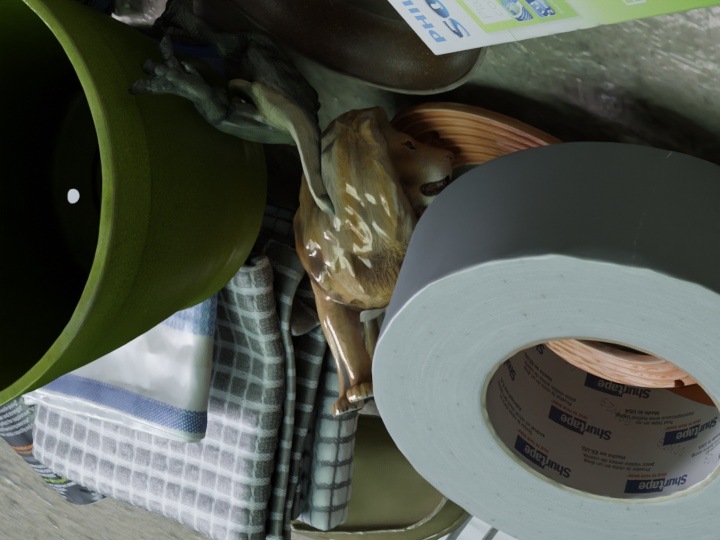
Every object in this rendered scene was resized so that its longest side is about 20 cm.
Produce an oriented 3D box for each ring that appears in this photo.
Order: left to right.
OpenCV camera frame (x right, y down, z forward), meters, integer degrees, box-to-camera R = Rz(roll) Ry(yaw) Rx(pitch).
[{"bbox_3d":[0.094,-0.008,1.204,0.200,0.019,0.200,32,158,15],"label":"ring"}]

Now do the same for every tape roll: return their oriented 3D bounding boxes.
[{"bbox_3d":[0.108,0.039,1.111,0.200,0.066,0.200,12,141,10],"label":"tape roll"}]

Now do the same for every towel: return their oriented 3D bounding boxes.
[{"bbox_3d":[-0.122,-0.019,1.340,0.024,0.200,0.147,-4,-169,-43],"label":"towel"},{"bbox_3d":[-0.089,0.044,1.385,0.086,0.166,0.200,-3,-166,-44],"label":"towel"}]

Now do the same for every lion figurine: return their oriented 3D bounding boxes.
[{"bbox_3d":[0.000,0.000,1.244,0.200,0.072,0.123,138,116,-75],"label":"lion figurine"}]

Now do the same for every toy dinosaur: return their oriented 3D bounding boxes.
[{"bbox_3d":[-0.050,-0.076,1.131,0.088,0.047,0.200,33,-171,-12],"label":"toy dinosaur"}]

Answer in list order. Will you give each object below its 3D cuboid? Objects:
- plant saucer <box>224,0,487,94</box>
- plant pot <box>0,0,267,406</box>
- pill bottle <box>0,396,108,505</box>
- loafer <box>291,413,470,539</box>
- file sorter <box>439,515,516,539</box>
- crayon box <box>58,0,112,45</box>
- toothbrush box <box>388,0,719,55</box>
[{"bbox_3d":[-0.023,-0.153,1.083,0.200,0.032,0.200,32,158,14],"label":"plant saucer"},{"bbox_3d":[-0.142,-0.040,1.208,0.200,0.201,0.193,28,-164,25],"label":"plant pot"},{"bbox_3d":[-0.210,0.047,1.676,0.200,0.106,0.106,48,157,-24],"label":"pill bottle"},{"bbox_3d":[-0.033,0.115,1.494,0.200,0.076,0.067,1,168,17],"label":"loafer"},{"bbox_3d":[0.083,0.207,1.508,0.139,0.125,0.200,44,158,-14],"label":"file sorter"},{"bbox_3d":[-0.206,-0.187,1.276,0.200,0.051,0.127,38,159,2],"label":"crayon box"},{"bbox_3d":[0.055,-0.158,0.874,0.146,0.086,0.200,47,158,-22],"label":"toothbrush box"}]
